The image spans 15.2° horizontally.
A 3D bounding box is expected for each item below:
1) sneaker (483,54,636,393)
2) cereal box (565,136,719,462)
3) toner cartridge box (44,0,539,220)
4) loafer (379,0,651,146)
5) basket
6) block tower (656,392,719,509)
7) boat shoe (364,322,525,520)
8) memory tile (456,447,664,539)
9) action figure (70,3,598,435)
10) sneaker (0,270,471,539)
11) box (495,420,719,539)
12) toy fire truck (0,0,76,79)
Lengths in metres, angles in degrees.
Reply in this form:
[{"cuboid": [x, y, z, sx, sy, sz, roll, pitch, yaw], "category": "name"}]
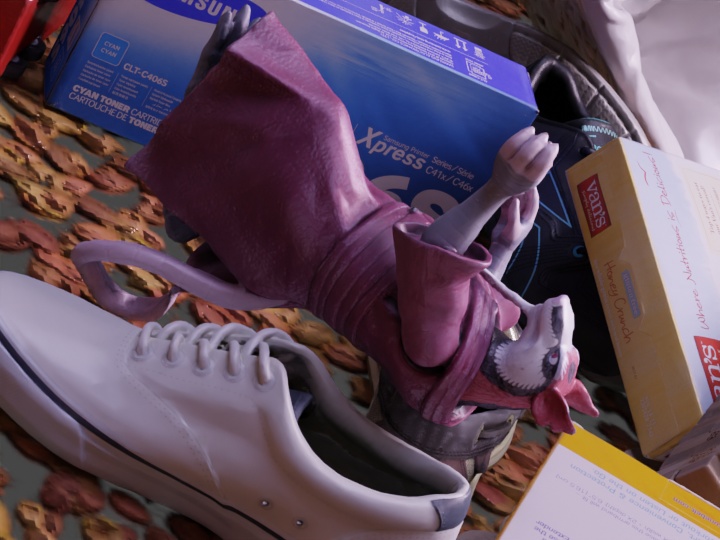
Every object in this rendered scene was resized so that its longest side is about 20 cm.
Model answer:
[{"cuboid": [0.098, -0.023, 1.251, 0.075, 0.079, 0.200, 14, 31, -35], "category": "sneaker"}, {"cuboid": [0.183, 0.027, 1.221, 0.200, 0.040, 0.144, 14, 53, -44], "category": "cereal box"}, {"cuboid": [-0.030, -0.082, 1.195, 0.200, 0.095, 0.043, 22, 26, -18], "category": "toner cartridge box"}, {"cuboid": [0.069, -0.102, 1.382, 0.200, 0.072, 0.063, 33, 17, 11], "category": "loafer"}, {"cuboid": [0.190, -0.172, 1.420, 0.161, 0.198, 0.200, 53, -5, 45], "category": "basket"}, {"cuboid": [0.187, 0.059, 1.124, 0.058, 0.054, 0.200, 57, 38, -9], "category": "block tower"}, {"cuboid": [0.040, 0.041, 1.078, 0.072, 0.066, 0.201, 32, 25, -1], "category": "boat shoe"}, {"cuboid": [0.125, 0.137, 1.057, 0.153, 0.017, 0.200, 40, 27, 19], "category": "memory tile"}, {"cuboid": [0.000, 0.000, 0.971, 0.200, 0.149, 0.134, 43, -6, 23], "category": "action figure"}, {"cuboid": [-0.050, 0.047, 0.960, 0.200, 0.071, 0.073, 31, 25, -1], "category": "sneaker"}, {"cuboid": [0.088, 0.142, 0.948, 0.119, 0.041, 0.200, 31, 36, 6], "category": "box"}, {"cuboid": [-0.193, -0.145, 1.181, 0.141, 0.049, 0.200, 31, 25, 0], "category": "toy fire truck"}]
